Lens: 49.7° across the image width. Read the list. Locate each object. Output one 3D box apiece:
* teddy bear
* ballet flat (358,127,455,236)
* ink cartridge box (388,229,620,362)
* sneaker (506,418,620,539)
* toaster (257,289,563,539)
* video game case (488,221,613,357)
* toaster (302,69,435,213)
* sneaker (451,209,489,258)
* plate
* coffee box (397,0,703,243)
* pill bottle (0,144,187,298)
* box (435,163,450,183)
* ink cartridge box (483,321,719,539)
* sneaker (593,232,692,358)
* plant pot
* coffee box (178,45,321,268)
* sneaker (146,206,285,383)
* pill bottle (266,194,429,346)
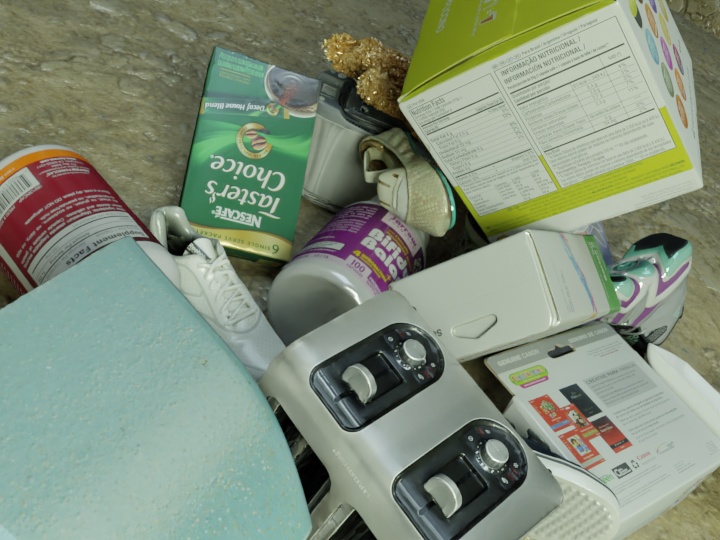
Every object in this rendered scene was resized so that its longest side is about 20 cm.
[{"bbox_3d":[0.045,-0.209,0.850,0.144,0.067,0.201,12,30,-39],"label":"teddy bear"},{"bbox_3d":[0.038,-0.085,0.761,0.061,0.068,0.201,-7,27,-8],"label":"ballet flat"},{"bbox_3d":[0.140,0.027,0.726,0.199,0.144,0.089,-5,74,-58],"label":"ink cartridge box"},{"bbox_3d":[0.110,0.153,0.626,0.197,0.079,0.080,12,32,19],"label":"sneaker"},{"bbox_3d":[0.005,0.145,0.532,0.118,0.201,0.181,-20,63,-42],"label":"toaster"},{"bbox_3d":[0.231,-0.003,0.899,0.198,0.023,0.185,-12,84,-41],"label":"video game case"},{"bbox_3d":[0.010,-0.137,0.921,0.198,0.130,0.114,20,37,-7],"label":"toaster"},{"bbox_3d":[0.179,-0.059,0.957,0.198,0.089,0.078,-19,74,-40],"label":"sneaker"},{"bbox_3d":[0.382,0.167,0.803,0.199,0.032,0.200,19,27,-55],"label":"plate"},{"bbox_3d":[0.179,-0.176,0.716,0.198,0.198,0.201,49,40,-31],"label":"coffee box"},{"bbox_3d":[-0.219,-0.002,0.629,0.112,0.114,0.200,-20,57,-45],"label":"pill bottle"},{"bbox_3d":[0.150,-0.167,0.979,0.101,0.096,0.200,-19,19,-21],"label":"box"},{"bbox_3d":[0.212,0.151,0.723,0.198,0.084,0.176,-9,49,-39],"label":"ink cartridge box"},{"bbox_3d":[0.292,0.055,0.870,0.198,0.142,0.078,-20,26,-15],"label":"sneaker"},{"bbox_3d":[-0.147,0.144,0.436,0.199,0.197,0.196,39,37,5],"label":"plant pot"},{"bbox_3d":[-0.114,-0.113,0.793,0.121,0.044,0.203,14,78,-18],"label":"coffee box"},{"bbox_3d":[-0.131,0.024,0.680,0.200,0.082,0.075,42,37,19],"label":"sneaker"},{"bbox_3d":[0.000,0.000,0.760,0.111,0.113,0.200,30,37,6],"label":"pill bottle"}]
